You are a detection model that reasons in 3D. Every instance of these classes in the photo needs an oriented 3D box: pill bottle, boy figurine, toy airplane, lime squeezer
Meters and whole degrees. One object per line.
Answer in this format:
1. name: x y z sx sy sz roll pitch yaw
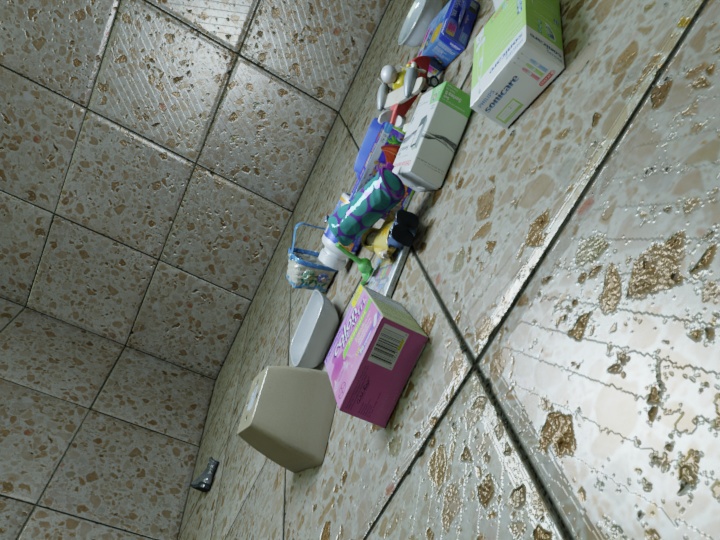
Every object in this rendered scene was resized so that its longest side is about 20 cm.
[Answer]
1. pill bottle: -0.045 -0.108 1.520 0.205 0.109 0.112 -64 16 12
2. boy figurine: 0.061 -0.082 1.161 0.199 0.063 0.128 -10 61 69
3. toy airplane: 0.100 -0.468 1.382 0.198 0.140 0.202 -36 26 33
4. lime squeezer: 0.000 0.000 1.259 0.201 0.068 0.039 59 -146 -57

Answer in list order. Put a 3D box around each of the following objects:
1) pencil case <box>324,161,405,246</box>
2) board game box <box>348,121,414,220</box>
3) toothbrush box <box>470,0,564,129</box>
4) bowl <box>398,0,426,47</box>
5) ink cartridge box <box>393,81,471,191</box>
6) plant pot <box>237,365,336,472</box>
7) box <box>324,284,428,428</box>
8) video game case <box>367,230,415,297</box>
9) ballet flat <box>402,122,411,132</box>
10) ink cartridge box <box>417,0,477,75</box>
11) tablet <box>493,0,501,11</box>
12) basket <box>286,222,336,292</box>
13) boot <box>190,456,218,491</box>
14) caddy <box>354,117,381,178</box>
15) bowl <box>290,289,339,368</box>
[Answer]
1. pencil case: 0.010 -0.143 1.175 0.198 0.084 0.095 -37 42 36
2. board game box: 0.072 -0.228 1.258 0.205 0.131 0.045 -65 16 7
3. toothbrush box: 0.266 -0.376 0.908 0.146 0.084 0.205 -46 25 50
4. bowl: 0.206 -0.797 1.681 0.204 0.088 0.204 -58 17 29
5. ink cartridge box: 0.154 -0.287 1.157 0.205 0.082 0.145 -67 16 -1
6. plant pot: -0.176 0.332 1.230 0.200 0.173 0.205 -44 27 55
7. box: 0.021 0.149 0.976 0.180 0.094 0.200 -64 15 8
8. video game case: 0.057 0.007 1.193 0.206 0.017 0.143 -68 16 -4
9. ballet flat: 0.125 -0.338 1.355 0.200 0.072 0.076 -43 28 56
10. ink cartridge box: 0.234 -0.626 1.384 0.199 0.075 0.140 -12 56 69
11. tablet: 0.341 -0.667 1.193 0.131 0.013 0.204 -53 22 41
12. basket: -0.144 -0.042 1.669 0.139 0.171 0.207 35 114 59
13. boot: -0.683 0.905 2.340 0.198 0.069 0.135 -29 37 49
14. caddy: 0.059 -0.332 1.508 0.141 0.102 0.206 40 -108 -82
15. bowl: -0.124 0.169 1.467 0.205 0.073 0.200 -66 17 3
